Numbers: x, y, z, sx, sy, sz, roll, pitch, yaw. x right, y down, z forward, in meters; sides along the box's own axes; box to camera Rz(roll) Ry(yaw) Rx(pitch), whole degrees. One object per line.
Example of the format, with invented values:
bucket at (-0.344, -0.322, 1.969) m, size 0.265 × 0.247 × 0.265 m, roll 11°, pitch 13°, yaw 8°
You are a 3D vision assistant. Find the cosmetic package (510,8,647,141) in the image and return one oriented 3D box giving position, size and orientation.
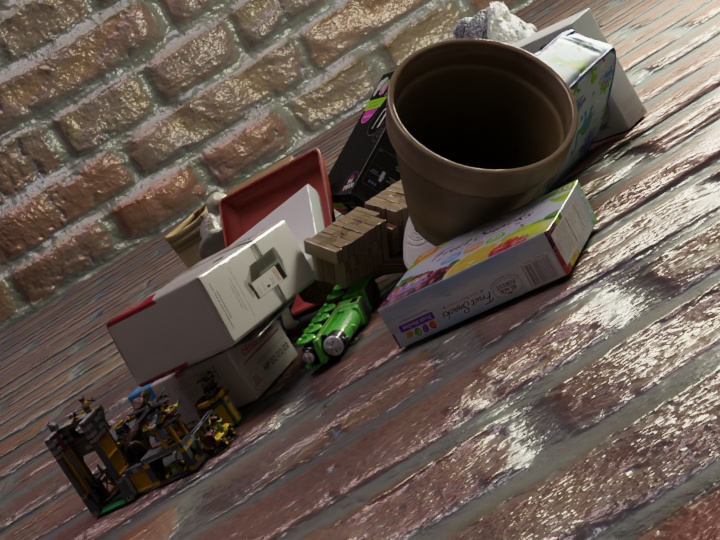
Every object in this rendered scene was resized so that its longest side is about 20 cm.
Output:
cosmetic package at (0.246, -0.228, 1.769) m, size 0.052 × 0.152 × 0.199 m, roll -39°, pitch 13°, yaw -36°

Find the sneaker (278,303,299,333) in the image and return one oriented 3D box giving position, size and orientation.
sneaker at (-0.122, 0.030, 1.771) m, size 0.088 × 0.075 × 0.201 m, roll -29°, pitch 38°, yaw 8°

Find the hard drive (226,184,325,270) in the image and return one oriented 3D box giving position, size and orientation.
hard drive at (-0.125, -0.004, 1.702) m, size 0.199 × 0.027 × 0.133 m, roll -37°, pitch 36°, yaw 20°

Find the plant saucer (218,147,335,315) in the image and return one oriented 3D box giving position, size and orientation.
plant saucer at (-0.097, -0.033, 1.836) m, size 0.199 × 0.202 × 0.037 m, roll -24°, pitch -21°, yaw 38°

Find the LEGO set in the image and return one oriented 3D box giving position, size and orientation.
LEGO set at (-0.235, 0.160, 1.464) m, size 0.199 × 0.117 × 0.154 m, roll -24°, pitch 13°, yaw 33°

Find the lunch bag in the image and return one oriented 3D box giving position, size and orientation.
lunch bag at (0.219, -0.175, 1.624) m, size 0.082 × 0.162 × 0.200 m, roll 25°, pitch 45°, yaw 24°

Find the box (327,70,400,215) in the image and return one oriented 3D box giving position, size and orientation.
box at (0.055, -0.153, 1.847) m, size 0.201 × 0.124 × 0.148 m, roll -62°, pitch 17°, yaw -9°

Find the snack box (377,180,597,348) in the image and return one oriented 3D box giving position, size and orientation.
snack box at (0.128, -0.007, 1.379) m, size 0.199 × 0.053 × 0.142 m, roll -25°, pitch 11°, yaw 29°

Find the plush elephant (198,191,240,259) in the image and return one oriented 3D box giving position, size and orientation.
plush elephant at (-0.149, -0.032, 1.986) m, size 0.155 × 0.164 × 0.202 m, roll -38°, pitch 29°, yaw 57°

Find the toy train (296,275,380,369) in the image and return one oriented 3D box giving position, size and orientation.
toy train at (-0.021, 0.055, 1.555) m, size 0.056 × 0.042 × 0.200 m, roll -16°, pitch 16°, yaw 19°

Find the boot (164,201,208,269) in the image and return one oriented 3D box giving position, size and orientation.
boot at (-0.182, -0.044, 2.114) m, size 0.199 × 0.156 × 0.073 m, roll -34°, pitch 11°, yaw -11°

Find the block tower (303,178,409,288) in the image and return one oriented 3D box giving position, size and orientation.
block tower at (0.019, -0.046, 1.631) m, size 0.054 × 0.058 × 0.199 m, roll 17°, pitch 35°, yaw 37°

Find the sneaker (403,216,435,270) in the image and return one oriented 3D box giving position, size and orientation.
sneaker at (0.120, -0.066, 1.636) m, size 0.073 × 0.112 × 0.202 m, roll 2°, pitch 65°, yaw 38°

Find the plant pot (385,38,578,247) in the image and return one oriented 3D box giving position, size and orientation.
plant pot at (0.119, -0.118, 1.484) m, size 0.200 × 0.200 × 0.174 m, roll -38°, pitch -27°, yaw -30°

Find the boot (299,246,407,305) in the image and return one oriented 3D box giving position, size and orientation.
boot at (0.000, 0.000, 1.695) m, size 0.198 × 0.076 × 0.074 m, roll -2°, pitch 20°, yaw 32°

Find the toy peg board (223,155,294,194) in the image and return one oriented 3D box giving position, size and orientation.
toy peg board at (-0.192, -0.082, 2.541) m, size 0.199 × 0.098 × 0.200 m, roll -27°, pitch 28°, yaw 26°

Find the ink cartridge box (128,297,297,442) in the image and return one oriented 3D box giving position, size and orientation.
ink cartridge box at (-0.152, 0.113, 1.576) m, size 0.199 × 0.068 × 0.115 m, roll -25°, pitch 12°, yaw 31°

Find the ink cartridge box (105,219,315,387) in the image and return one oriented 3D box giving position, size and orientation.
ink cartridge box at (-0.161, 0.033, 1.530) m, size 0.146 × 0.083 × 0.200 m, roll -25°, pitch 8°, yaw 30°

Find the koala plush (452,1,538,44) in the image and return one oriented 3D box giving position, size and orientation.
koala plush at (0.213, -0.288, 1.988) m, size 0.183 × 0.201 × 0.177 m, roll -34°, pitch 12°, yaw -11°
